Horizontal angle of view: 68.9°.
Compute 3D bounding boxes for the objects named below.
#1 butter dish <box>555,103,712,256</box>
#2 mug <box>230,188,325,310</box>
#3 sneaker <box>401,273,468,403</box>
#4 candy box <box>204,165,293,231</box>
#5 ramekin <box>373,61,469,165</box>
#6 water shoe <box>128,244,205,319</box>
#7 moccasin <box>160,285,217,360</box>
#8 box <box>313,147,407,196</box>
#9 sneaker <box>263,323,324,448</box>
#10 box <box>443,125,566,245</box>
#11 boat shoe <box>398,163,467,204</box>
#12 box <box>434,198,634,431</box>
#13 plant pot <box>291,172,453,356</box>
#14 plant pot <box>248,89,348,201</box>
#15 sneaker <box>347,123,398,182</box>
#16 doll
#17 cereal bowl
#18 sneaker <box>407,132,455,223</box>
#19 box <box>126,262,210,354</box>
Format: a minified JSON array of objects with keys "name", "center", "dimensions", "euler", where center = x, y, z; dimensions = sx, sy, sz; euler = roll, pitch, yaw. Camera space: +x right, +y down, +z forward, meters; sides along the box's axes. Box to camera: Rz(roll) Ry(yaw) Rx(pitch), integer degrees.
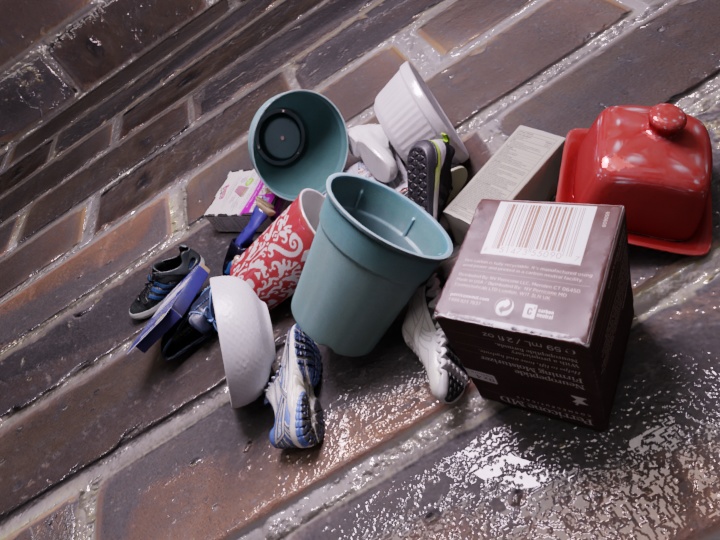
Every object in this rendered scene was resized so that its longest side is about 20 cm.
[{"name":"butter dish","center":[0.370,-0.145,0.677],"dimensions":[0.194,0.149,0.204],"euler":[13,60,14]},{"name":"mug","center":[-0.117,-0.031,0.928],"dimensions":[0.198,0.135,0.177],"euler":[-37,2,24]},{"name":"sneaker","center":[0.100,0.100,0.733],"dimensions":[0.080,0.075,0.203],"euler":[-26,37,23]},{"name":"candy box","center":[-0.233,-0.155,1.156],"dimensions":[0.195,0.061,0.139],"euler":[4,57,33]},{"name":"ramekin","center":[0.105,-0.259,0.939],"dimensions":[0.093,0.202,0.206],"euler":[-33,42,20]},{"name":"water shoe","center":[-0.428,0.019,1.121],"dimensions":[0.198,0.079,0.072],"euler":[-38,43,-2]},{"name":"moccasin","center":[-0.290,0.100,0.976],"dimensions":[0.200,0.080,0.069],"euler":[-44,27,11]},{"name":"box","center":[0.001,-0.146,1.015],"dimensions":[0.196,0.041,0.158],"euler":[-29,43,7]},{"name":"sneaker","center":[-0.110,0.172,0.797],"dimensions":[0.083,0.077,0.204],"euler":[-23,45,19]},{"name":"box","center":[0.232,-0.123,0.821],"dimensions":[0.200,0.078,0.094],"euler":[-46,44,-10]},{"name":"boat shoe","center":[0.095,-0.123,0.911],"dimensions":[0.200,0.074,0.064],"euler":[-38,51,5]},{"name":"box","center":[0.210,0.048,0.604],"dimensions":[0.162,0.201,0.167],"euler":[8,58,36]},{"name":"plant pot","center":[0.000,0.000,0.755],"dimensions":[0.199,0.196,0.202],"euler":[-60,36,26]},{"name":"plant pot","center":[-0.137,-0.254,1.035],"dimensions":[0.200,0.202,0.134],"euler":[-42,34,-8]},{"name":"sneaker","center":[0.038,-0.240,0.997],"dimensions":[0.087,0.077,0.201],"euler":[-26,40,-7]},{"name":"doll","center":[-0.233,-0.041,1.023],"dimensions":[0.203,0.048,0.137],"euler":[-59,21,10]},{"name":"cereal bowl","center":[-0.183,0.107,0.830],"dimensions":[0.081,0.204,0.202],"euler":[-9,41,-17]},{"name":"sneaker","center":[0.119,-0.110,0.833],"dimensions":[0.081,0.206,0.071],"euler":[-15,31,-34]},{"name":"box","center":[-0.362,0.076,0.998],"dimensions":[0.120,0.032,0.202],"euler":[-40,19,22]}]
